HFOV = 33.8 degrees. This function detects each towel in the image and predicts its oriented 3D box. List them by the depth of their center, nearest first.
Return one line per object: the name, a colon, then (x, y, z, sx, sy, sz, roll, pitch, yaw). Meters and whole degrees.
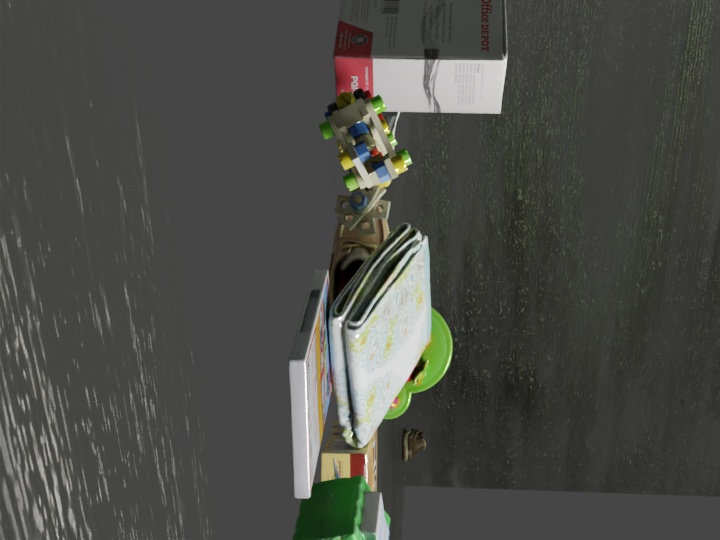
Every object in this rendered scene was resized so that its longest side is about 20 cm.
towel: (0.021, 0.069, 1.286, 0.171, 0.048, 0.201, -52, 150, -38)

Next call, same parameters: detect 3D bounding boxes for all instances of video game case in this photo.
video game case: (-0.047, 0.103, 1.137, 0.200, 0.017, 0.144, -78, 169, -67)

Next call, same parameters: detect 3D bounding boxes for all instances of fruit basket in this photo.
fruit basket: (-0.001, 0.306, 1.135, 0.185, 0.093, 0.201, -77, 148, -69)

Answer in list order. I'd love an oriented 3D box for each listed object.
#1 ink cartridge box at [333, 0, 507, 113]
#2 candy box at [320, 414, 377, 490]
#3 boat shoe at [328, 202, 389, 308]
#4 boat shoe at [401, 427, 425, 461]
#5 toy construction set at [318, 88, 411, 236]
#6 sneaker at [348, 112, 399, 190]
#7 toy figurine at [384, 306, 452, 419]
ink cartridge box: (0.073, -0.261, 1.417, 0.147, 0.199, 0.083, -84, 174, -46)
candy box: (-0.012, 0.246, 1.387, 0.200, 0.055, 0.116, -48, 139, -83)
boat shoe: (0.000, 0.000, 1.358, 0.069, 0.073, 0.201, 96, -2, -67)
boat shoe: (0.169, 0.542, 3.730, 0.202, 0.074, 0.075, -73, 163, -74)
toy construction set: (0.008, -0.120, 1.280, 0.200, 0.092, 0.132, 95, -29, -71)
sneaker: (0.015, -0.184, 1.545, 0.201, 0.075, 0.088, 86, 12, -47)
toy figurine: (0.039, 0.145, 1.826, 0.201, 0.150, 0.184, -65, 164, 7)
